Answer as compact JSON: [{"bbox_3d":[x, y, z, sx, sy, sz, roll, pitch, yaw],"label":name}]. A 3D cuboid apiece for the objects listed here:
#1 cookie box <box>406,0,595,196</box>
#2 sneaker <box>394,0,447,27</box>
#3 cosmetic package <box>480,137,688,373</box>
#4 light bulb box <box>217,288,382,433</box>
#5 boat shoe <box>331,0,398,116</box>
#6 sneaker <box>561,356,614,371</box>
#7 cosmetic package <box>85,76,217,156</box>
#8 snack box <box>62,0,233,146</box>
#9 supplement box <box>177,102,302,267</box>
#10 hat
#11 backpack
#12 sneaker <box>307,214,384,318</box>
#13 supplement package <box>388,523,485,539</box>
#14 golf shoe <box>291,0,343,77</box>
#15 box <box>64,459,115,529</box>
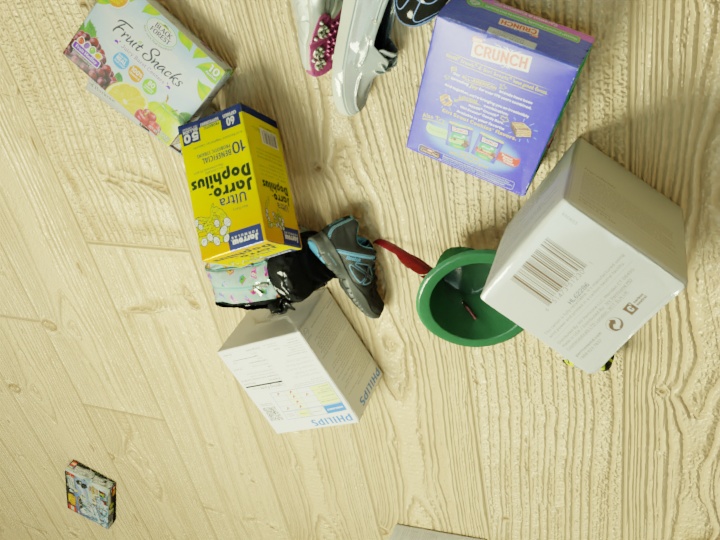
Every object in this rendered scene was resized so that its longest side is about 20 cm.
[{"bbox_3d":[0.161,-0.210,0.914,0.171,0.075,0.200,24,143,9],"label":"cookie box"},{"bbox_3d":[0.086,-0.342,0.821,0.070,0.078,0.200,34,134,-1],"label":"sneaker"},{"bbox_3d":[0.272,-0.023,0.920,0.166,0.200,0.168,34,126,0],"label":"cosmetic package"},{"bbox_3d":[-0.103,0.163,1.325,0.198,0.125,0.200,-16,117,35],"label":"light bulb box"},{"bbox_3d":[0.012,-0.282,0.960,0.071,0.070,0.201,22,129,16],"label":"boat shoe"},{"bbox_3d":[0.286,0.066,1.082,0.076,0.075,0.200,-14,111,46],"label":"sneaker"},{"bbox_3d":[-0.321,-0.260,1.167,0.200,0.051,0.083,35,132,0],"label":"cosmetic package"},{"bbox_3d":[-0.302,-0.299,1.087,0.200,0.053,0.142,41,105,-4],"label":"snack box"},{"bbox_3d":[-0.171,-0.117,1.081,0.109,0.109,0.201,-16,81,20],"label":"supplement box"},{"bbox_3d":[0.148,-0.010,1.108,0.200,0.176,0.166,26,119,-19],"label":"hat"},{"bbox_3d":[-0.153,-0.006,1.218,0.199,0.167,0.127,-4,103,34],"label":"backpack"},{"bbox_3d":[0.000,0.000,1.178,0.073,0.082,0.200,46,173,46],"label":"sneaker"},{"bbox_3d":[0.152,0.635,1.535,0.199,0.152,0.151,0,125,27],"label":"supplement package"},{"bbox_3d":[-0.058,-0.346,0.959,0.091,0.075,0.200,37,139,28],"label":"golf shoe"},{"bbox_3d":[-0.731,0.611,2.060,0.137,0.040,0.200,25,132,8],"label":"box"}]
